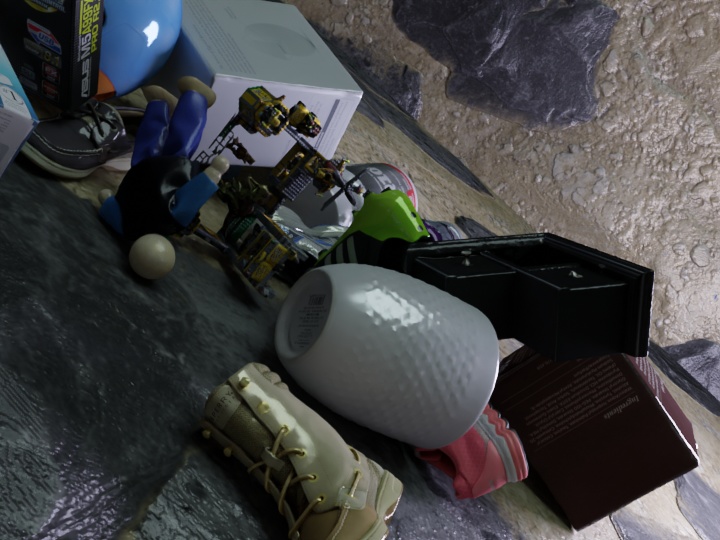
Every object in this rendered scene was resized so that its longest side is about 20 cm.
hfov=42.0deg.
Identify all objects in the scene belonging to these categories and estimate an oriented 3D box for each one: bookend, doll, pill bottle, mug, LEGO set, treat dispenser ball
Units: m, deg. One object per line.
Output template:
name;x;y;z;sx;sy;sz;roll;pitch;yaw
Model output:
bookend;0.161;0.029;0.980;0.199;0.092;0.199;-5;15;-19
doll;-0.176;-0.084;0.851;0.048;0.136;0.200;50;37;-52
pill bottle;-0.017;-0.081;1.221;0.114;0.114;0.200;46;27;16
mug;0.003;0.066;0.889;0.175;0.148;0.200;26;-4;-32
LEGO set;-0.093;-0.068;0.918;0.116;0.200;0.154;44;-4;41
treat dispenser ball;-0.288;-0.277;0.977;0.201;0.201;0.201;38;16;-13

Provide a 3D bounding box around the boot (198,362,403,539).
boot;-0.052;0.142;0.649;0.155;0.073;0.200;43;14;3

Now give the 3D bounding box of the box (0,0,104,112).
box;-0.323;-0.254;0.831;0.200;0.160;0.044;29;45;7

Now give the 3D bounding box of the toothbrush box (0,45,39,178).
toothbrush box;-0.356;-0.163;0.721;0.146;0.085;0.200;21;26;-49

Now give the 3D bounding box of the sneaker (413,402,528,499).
sneaker;0.079;0.144;0.938;0.200;0.087;0.074;50;-17;42

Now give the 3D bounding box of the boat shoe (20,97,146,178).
boat shoe;-0.259;-0.134;0.910;0.072;0.065;0.200;45;17;8

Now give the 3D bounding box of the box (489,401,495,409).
box;0.104;0.136;1.111;0.144;0.036;0.200;45;15;11

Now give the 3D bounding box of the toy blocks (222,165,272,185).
toy blocks;-0.180;-0.179;1.204;0.137;0.100;0.200;3;39;-48

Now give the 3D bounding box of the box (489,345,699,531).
box;0.276;0.165;1.126;0.200;0.164;0.166;57;17;5

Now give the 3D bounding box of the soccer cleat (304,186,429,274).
soccer cleat;0.000;0.000;0.962;0.067;0.200;0.081;-16;63;-40

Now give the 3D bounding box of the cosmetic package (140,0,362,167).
cosmetic package;-0.142;-0.228;1.116;0.200;0.123;0.200;0;43;-38

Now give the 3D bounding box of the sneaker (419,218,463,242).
sneaker;0.089;0.028;1.108;0.087;0.074;0.200;16;51;-46

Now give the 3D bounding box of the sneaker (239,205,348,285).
sneaker;-0.053;-0.007;1.077;0.200;0.077;0.085;15;39;-43
